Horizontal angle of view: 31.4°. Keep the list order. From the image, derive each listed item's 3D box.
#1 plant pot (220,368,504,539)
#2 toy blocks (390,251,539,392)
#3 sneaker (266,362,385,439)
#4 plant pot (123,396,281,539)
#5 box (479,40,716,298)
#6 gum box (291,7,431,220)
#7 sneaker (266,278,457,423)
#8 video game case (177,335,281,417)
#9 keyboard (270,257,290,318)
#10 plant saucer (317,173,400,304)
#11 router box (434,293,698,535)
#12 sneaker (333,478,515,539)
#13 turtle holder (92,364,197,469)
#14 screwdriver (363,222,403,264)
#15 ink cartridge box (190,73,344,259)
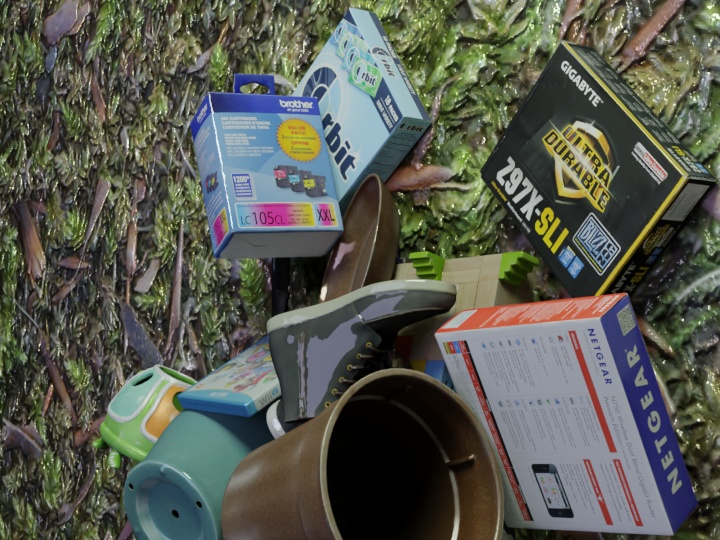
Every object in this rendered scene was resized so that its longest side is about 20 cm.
[{"bbox_3d":[-0.012,0.208,1.133,0.198,0.199,0.202,-26,67,47],"label":"plant pot"},{"bbox_3d":[0.087,0.062,1.230,0.199,0.100,0.138,-6,67,48],"label":"toy blocks"},{"bbox_3d":[-0.005,0.120,1.327,0.112,0.200,0.073,-36,87,27],"label":"sneaker"},{"bbox_3d":[-0.153,0.233,1.422,0.199,0.188,0.202,13,114,31],"label":"plant pot"},{"bbox_3d":[0.207,-0.084,1.159,0.160,0.049,0.201,-60,45,32],"label":"box"},{"bbox_3d":[-0.018,-0.164,1.456,0.200,0.044,0.171,-50,50,37],"label":"gum box"},{"bbox_3d":[0.008,0.077,1.191,0.199,0.075,0.107,-18,72,28],"label":"sneaker"},{"bbox_3d":[-0.090,0.098,1.415,0.143,0.200,0.018,-1,118,52],"label":"video game case"},{"bbox_3d":[-0.082,-0.022,1.492,0.201,0.039,0.105,-95,12,-45],"label":"keyboard"},{"bbox_3d":[0.000,0.000,1.335,0.200,0.036,0.202,-164,90,-78],"label":"plant saucer"},{"bbox_3d":[0.174,0.127,1.099,0.179,0.049,0.201,-7,108,45],"label":"router box"},{"bbox_3d":[0.061,0.228,1.254,0.199,0.077,0.076,24,149,29],"label":"sneaker"},{"bbox_3d":[-0.263,0.197,1.687,0.186,0.140,0.133,-53,-14,-89],"label":"turtle holder"},{"bbox_3d":[0.049,0.014,1.369,0.029,0.028,0.201,92,156,-53],"label":"screwdriver"},{"bbox_3d":[-0.107,-0.118,1.412,0.076,0.135,0.201,-47,51,55],"label":"ink cartridge box"}]
